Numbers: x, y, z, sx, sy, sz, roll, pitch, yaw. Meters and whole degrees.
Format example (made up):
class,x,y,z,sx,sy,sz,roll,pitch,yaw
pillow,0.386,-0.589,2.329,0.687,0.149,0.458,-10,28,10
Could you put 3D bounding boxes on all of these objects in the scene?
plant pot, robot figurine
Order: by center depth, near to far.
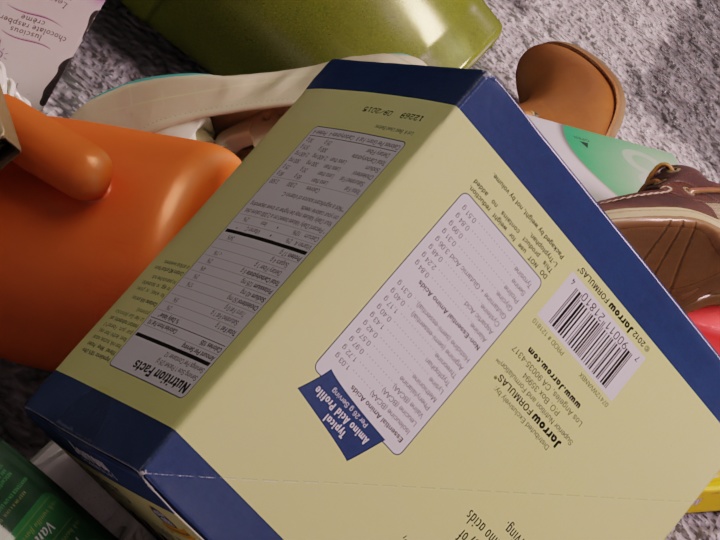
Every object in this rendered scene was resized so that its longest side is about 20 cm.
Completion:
class,x,y,z,sx,sy,sz,roll,pitch,yaw
robot figurine,-0.123,-0.011,0.953,0.198,0.118,0.144,10,0,22
plant pot,-0.023,-0.170,1.263,0.193,0.200,0.200,47,32,-5

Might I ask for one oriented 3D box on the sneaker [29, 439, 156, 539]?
class,x,y,z,sx,sy,sz,roll,pitch,yaw
sneaker,-0.087,0.105,0.941,0.200,0.071,0.080,-11,58,-51

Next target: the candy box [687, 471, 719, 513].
class,x,y,z,sx,sy,sz,roll,pitch,yaw
candy box,0.129,0.096,1.199,0.199,0.026,0.103,2,46,-43

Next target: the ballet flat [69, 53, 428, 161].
class,x,y,z,sx,sy,sz,roll,pitch,yaw
ballet flat,-0.058,-0.066,1.052,0.069,0.198,0.070,-9,90,-74

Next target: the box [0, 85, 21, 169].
class,x,y,z,sx,sy,sz,roll,pitch,yaw
box,-0.237,-0.079,0.946,0.021,0.163,0.201,35,24,-48

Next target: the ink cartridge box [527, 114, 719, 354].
class,x,y,z,sx,sy,sz,roll,pitch,yaw
ink cartridge box,0.147,-0.013,1.222,0.160,0.050,0.201,13,30,-29

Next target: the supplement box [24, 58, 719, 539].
class,x,y,z,sx,sy,sz,roll,pitch,yaw
supplement box,0.014,0.057,0.847,0.200,0.200,0.134,48,-15,-24

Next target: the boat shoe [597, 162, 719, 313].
class,x,y,z,sx,sy,sz,roll,pitch,yaw
boat shoe,0.179,-0.022,1.191,0.199,0.073,0.072,-2,40,-36

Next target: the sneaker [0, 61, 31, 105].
class,x,y,z,sx,sy,sz,roll,pitch,yaw
sneaker,-0.189,-0.067,1.030,0.199,0.100,0.078,23,34,-22

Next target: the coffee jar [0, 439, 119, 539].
class,x,y,z,sx,sy,sz,roll,pitch,yaw
coffee jar,-0.098,0.164,0.820,0.199,0.104,0.085,36,39,0

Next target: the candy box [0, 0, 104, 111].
class,x,y,z,sx,sy,sz,roll,pitch,yaw
candy box,-0.194,-0.163,1.052,0.136,0.201,0.061,23,29,-23

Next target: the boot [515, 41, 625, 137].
class,x,y,z,sx,sy,sz,roll,pitch,yaw
boot,0.103,-0.093,1.378,0.154,0.074,0.201,10,38,-30
